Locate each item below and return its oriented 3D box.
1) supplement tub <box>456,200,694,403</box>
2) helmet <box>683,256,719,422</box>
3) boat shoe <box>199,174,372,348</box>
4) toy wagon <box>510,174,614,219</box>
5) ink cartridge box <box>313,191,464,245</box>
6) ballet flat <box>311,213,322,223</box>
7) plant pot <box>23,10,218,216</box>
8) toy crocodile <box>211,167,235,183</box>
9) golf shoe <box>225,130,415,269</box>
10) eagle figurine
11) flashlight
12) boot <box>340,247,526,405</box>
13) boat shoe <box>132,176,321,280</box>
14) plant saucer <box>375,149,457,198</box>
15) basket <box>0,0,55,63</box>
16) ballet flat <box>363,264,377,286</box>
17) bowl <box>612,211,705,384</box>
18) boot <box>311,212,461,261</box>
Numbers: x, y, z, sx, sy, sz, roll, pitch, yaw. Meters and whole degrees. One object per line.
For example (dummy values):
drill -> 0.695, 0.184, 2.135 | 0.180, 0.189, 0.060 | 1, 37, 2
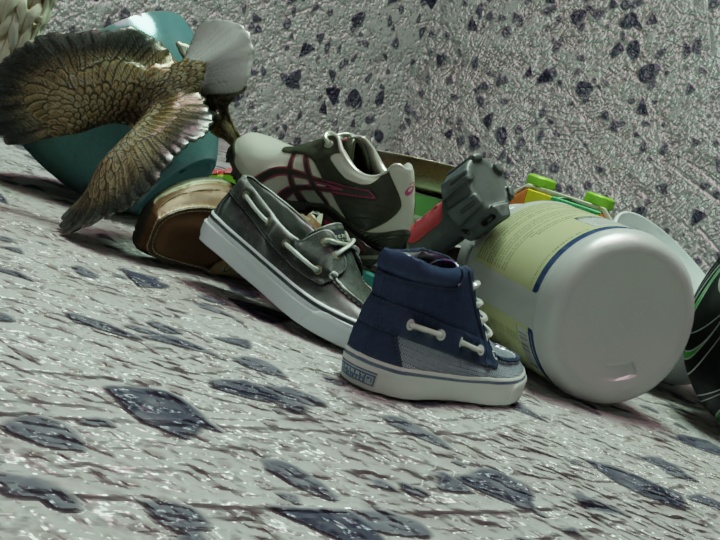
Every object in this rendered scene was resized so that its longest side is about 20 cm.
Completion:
supplement tub -> 0.177, 0.019, 1.039 | 0.144, 0.146, 0.200 | 16, 8, -22
helmet -> 0.379, 0.062, 1.061 | 0.199, 0.191, 0.201 | 7, 46, -7
boat shoe -> -0.035, -0.005, 0.886 | 0.199, 0.071, 0.072 | 34, 12, 20
toy wagon -> 0.190, -0.027, 1.346 | 0.199, 0.156, 0.040 | 20, 6, 17
ink cartridge box -> 0.069, -0.056, 1.252 | 0.199, 0.048, 0.145 | 12, 1, 41
ballet flat -> -0.053, -0.030, 1.164 | 0.069, 0.070, 0.200 | 22, 8, 32
plant pot -> -0.214, -0.133, 1.162 | 0.135, 0.200, 0.200 | 54, 14, 8
toy crocodile -> -0.136, -0.089, 1.314 | 0.199, 0.062, 0.067 | 2, 4, 14
golf shoe -> -0.028, -0.079, 0.968 | 0.200, 0.089, 0.077 | 33, 28, 34
eagle figurine -> -0.186, -0.124, 0.989 | 0.151, 0.152, 0.199 | 8, 19, 38
flashlight -> 0.060, -0.041, 1.100 | 0.067, 0.068, 0.200 | 28, -36, -16
boot -> 0.067, 0.038, 0.821 | 0.072, 0.091, 0.200 | 22, 8, 32
boat shoe -> -0.094, -0.028, 0.996 | 0.074, 0.076, 0.199 | 37, 23, 35
plant saucer -> 0.058, -0.100, 1.298 | 0.199, 0.032, 0.200 | 11, 2, 0
basket -> -0.356, -0.187, 1.053 | 0.123, 0.201, 0.136 | 21, 6, -16
ballet flat -> 0.000, 0.000, 1.023 | 0.073, 0.073, 0.199 | 24, 6, 42
bowl -> 0.298, 0.045, 1.241 | 0.201, 0.090, 0.202 | 33, 32, -24
boot -> 0.029, -0.018, 1.301 | 0.199, 0.065, 0.186 | 16, -1, -23
